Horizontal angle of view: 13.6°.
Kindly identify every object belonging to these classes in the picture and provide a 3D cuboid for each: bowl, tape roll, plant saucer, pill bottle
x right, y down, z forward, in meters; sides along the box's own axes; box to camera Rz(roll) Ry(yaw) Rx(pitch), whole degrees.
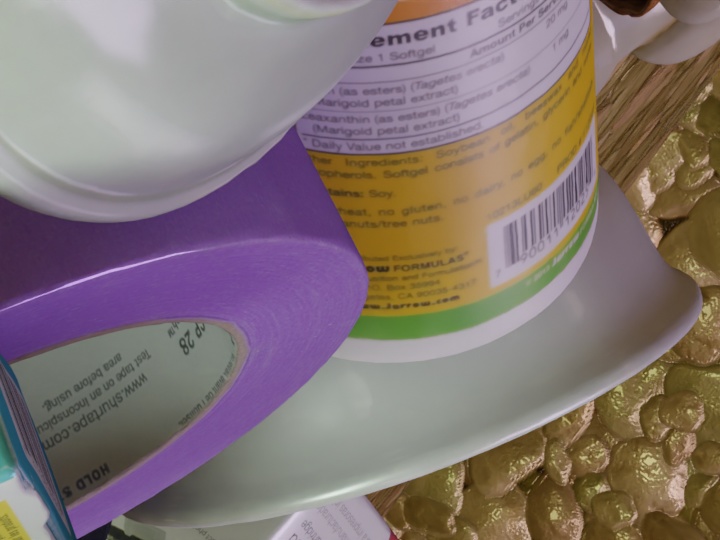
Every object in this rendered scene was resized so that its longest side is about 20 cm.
[{"bbox_3d":[0.000,0.000,0.951,0.200,0.091,0.201,-19,-169,4],"label":"bowl"},{"bbox_3d":[-0.100,0.019,0.686,0.199,0.066,0.200,-26,164,-8],"label":"tape roll"},{"bbox_3d":[-0.019,-0.104,0.565,0.200,0.050,0.201,-32,128,-52],"label":"plant saucer"},{"bbox_3d":[0.004,-0.081,0.772,0.111,0.111,0.201,-46,147,-32],"label":"pill bottle"}]

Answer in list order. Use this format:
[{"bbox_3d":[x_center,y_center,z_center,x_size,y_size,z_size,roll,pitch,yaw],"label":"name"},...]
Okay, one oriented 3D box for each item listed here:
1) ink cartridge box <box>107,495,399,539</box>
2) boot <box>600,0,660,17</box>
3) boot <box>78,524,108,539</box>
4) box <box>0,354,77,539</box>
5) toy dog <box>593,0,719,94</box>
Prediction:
[{"bbox_3d":[-0.077,0.156,1.165,0.200,0.083,0.147,-49,148,-9],"label":"ink cartridge box"},{"bbox_3d":[0.113,-0.194,0.975,0.155,0.076,0.201,-42,142,-34],"label":"boot"},{"bbox_3d":[-0.122,0.143,0.846,0.200,0.065,0.166,-76,177,-59],"label":"boot"},{"bbox_3d":[-0.154,0.068,0.562,0.199,0.049,0.082,-22,156,-4],"label":"box"},{"bbox_3d":[0.074,-0.134,1.125,0.200,0.140,0.194,-50,-153,-19],"label":"toy dog"}]
